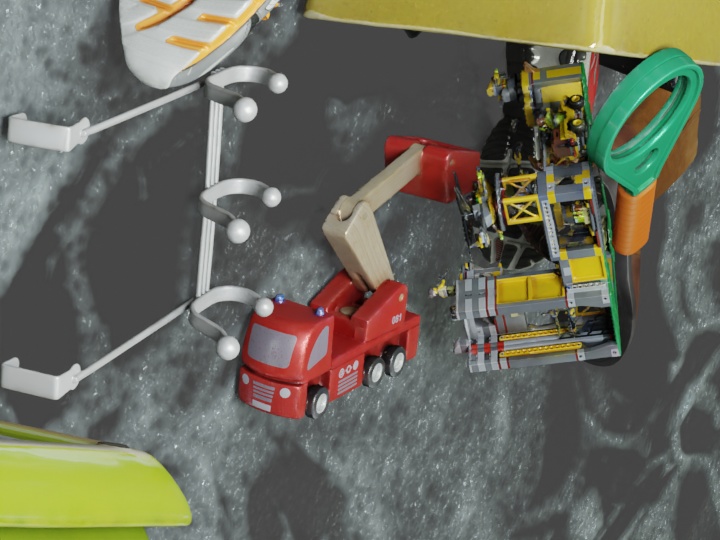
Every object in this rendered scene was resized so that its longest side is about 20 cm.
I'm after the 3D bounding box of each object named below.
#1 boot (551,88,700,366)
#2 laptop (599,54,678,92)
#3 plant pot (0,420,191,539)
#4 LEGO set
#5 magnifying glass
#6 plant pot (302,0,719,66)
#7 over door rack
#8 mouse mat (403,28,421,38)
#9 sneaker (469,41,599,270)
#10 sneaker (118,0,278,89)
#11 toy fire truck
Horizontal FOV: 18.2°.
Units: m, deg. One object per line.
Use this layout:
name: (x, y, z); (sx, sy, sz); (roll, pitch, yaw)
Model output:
boot: (0.210, -0.048, 1.736); (0.200, 0.068, 0.188); (-49, 136, -48)
laptop: (0.217, -0.240, 1.566); (0.116, 0.200, 0.187); (-8, 109, -22)
plant pot: (-0.197, 0.155, 0.997); (0.199, 0.200, 0.182); (11, 87, -60)
LEGO set: (0.096, -0.030, 1.418); (0.200, 0.116, 0.154); (72, 15, -52)
magnifying glass: (0.164, -0.065, 1.327); (0.080, 0.022, 0.200); (-39, 156, -15)
plant pot: (0.106, -0.232, 1.315); (0.194, 0.195, 0.200); (-3, 101, -58)
over door rack: (-0.103, -0.021, 1.191); (0.200, 0.067, 0.148); (-22, 122, -54)
mouse mat: (0.030, -0.252, 1.361); (0.161, 0.008, 0.200); (-66, 149, -14)
sneaker: (0.133, -0.096, 1.550); (0.085, 0.077, 0.200); (-10, 115, -67)
sneaker: (-0.057, -0.169, 1.189); (0.200, 0.078, 0.077); (-58, 156, -24)
toy fire truck: (0.000, 0.000, 1.391); (0.200, 0.049, 0.141); (-24, 125, -54)
